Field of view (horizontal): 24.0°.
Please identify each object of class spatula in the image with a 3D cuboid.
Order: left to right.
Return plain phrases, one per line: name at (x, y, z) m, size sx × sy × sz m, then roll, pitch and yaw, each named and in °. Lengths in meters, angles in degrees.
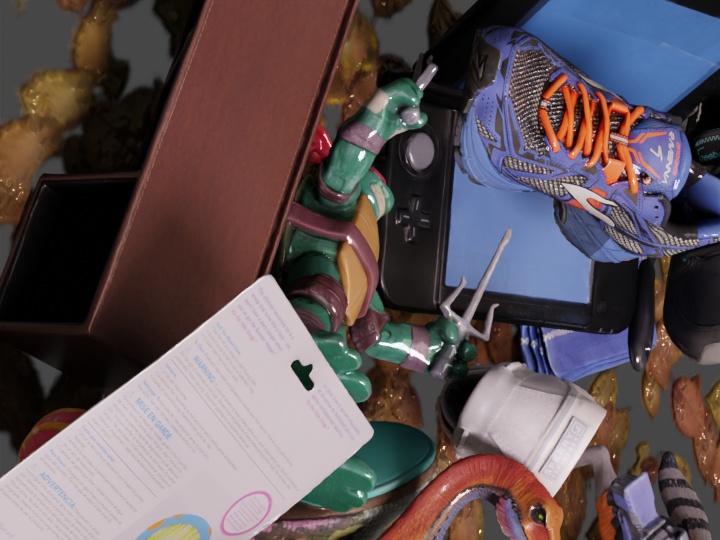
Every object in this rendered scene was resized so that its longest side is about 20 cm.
spatula at (0.181, -0.011, 1.017) m, size 0.200 × 0.020 × 0.057 m, roll -65°, pitch 145°, yaw -43°

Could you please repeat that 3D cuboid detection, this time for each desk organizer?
desk organizer at (-0.074, -0.049, 0.693) m, size 0.077 × 0.071 × 0.201 m, roll 36°, pitch 64°, yaw -43°

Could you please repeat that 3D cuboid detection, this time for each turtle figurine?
turtle figurine at (0.000, 0.000, 0.760) m, size 0.201 × 0.100 × 0.150 m, roll -72°, pitch 146°, yaw -46°

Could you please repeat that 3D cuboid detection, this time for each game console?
game console at (0.116, -0.058, 0.870) m, size 0.199 × 0.116 × 0.177 m, roll 8°, pitch 86°, yaw -41°

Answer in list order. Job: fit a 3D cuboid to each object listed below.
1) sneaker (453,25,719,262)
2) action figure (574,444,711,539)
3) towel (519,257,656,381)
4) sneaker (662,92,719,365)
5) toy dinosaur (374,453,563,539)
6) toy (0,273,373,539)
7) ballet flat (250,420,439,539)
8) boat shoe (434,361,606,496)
sneaker at (0.111, -0.059, 0.782) m, size 0.200 × 0.078 × 0.076 m, roll 26°, pitch 72°, yaw -50°
action figure at (0.181, 0.158, 0.925) m, size 0.104 × 0.193 × 0.201 m, roll -28°, pitch 125°, yaw -15°
towel at (0.136, -0.040, 0.994) m, size 0.144 × 0.024 × 0.201 m, roll -10°, pitch 100°, yaw -52°
sneaker at (0.202, -0.029, 0.968) m, size 0.201 × 0.075 × 0.079 m, roll -76°, pitch 147°, yaw -48°
toy dinosaur at (0.004, 0.156, 0.726) m, size 0.200 × 0.105 × 0.182 m, roll 20°, pitch 98°, yaw -49°
toy at (-0.100, 0.084, 0.628) m, size 0.200 × 0.047 × 0.115 m, roll -40°, pitch 141°, yaw -8°
ballet flat at (-0.046, 0.117, 0.750) m, size 0.199 × 0.069 × 0.072 m, roll -10°, pitch 118°, yaw -47°
boat shoe at (0.071, 0.075, 0.844) m, size 0.072 × 0.068 × 0.200 m, roll -56°, pitch 177°, yaw 2°
